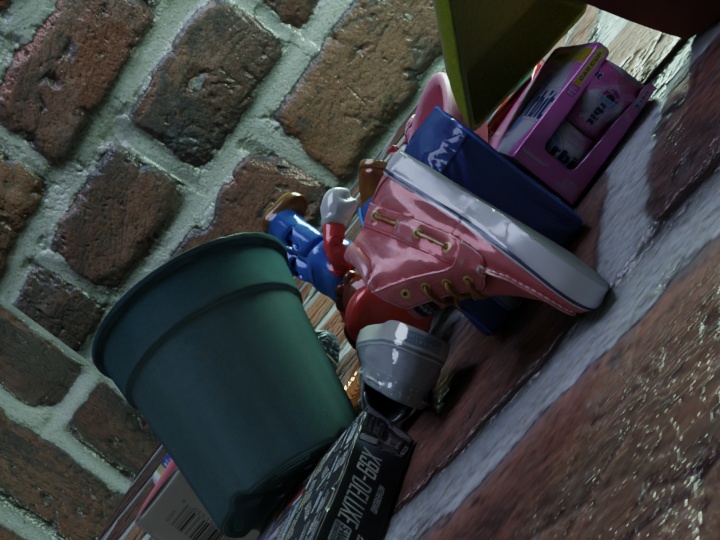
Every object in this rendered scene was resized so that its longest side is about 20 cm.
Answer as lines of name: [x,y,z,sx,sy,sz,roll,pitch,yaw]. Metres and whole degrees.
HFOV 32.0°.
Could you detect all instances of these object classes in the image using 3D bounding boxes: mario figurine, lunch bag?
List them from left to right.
mario figurine: [0.000,0.000,1.170,0.107,0.199,0.123,-54,-37,1]
lunch bag: [0.077,-0.033,0.989,0.133,0.135,0.200,-53,8,8]

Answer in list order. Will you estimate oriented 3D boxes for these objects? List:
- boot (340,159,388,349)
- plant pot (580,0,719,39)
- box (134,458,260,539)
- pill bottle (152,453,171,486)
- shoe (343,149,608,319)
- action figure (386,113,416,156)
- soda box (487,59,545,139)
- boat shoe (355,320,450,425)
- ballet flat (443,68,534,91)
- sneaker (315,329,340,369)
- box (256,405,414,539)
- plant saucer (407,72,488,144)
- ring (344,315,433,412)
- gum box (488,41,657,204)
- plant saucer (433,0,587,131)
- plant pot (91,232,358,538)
boot: [0.018,-0.012,1.370,0.156,0.073,0.201,-64,-27,-26]
plant pot: [0.248,-0.300,0.968,0.201,0.175,0.200,-54,6,-16]
box: [-0.114,0.191,1.237,0.109,0.127,0.201,-50,6,33]
pill bottle: [-0.135,0.190,1.434,0.201,0.119,0.120,-54,6,-7]
shoe: [0.071,0.000,0.837,0.199,0.071,0.092,36,100,40]
action figure: [0.103,-0.164,1.414,0.198,0.151,0.134,-12,14,38]
soda box: [0.142,-0.118,1.292,0.200,0.063,0.070,-49,8,32]
boat shoe: [0.023,0.089,1.030,0.201,0.069,0.072,126,167,-79]
ballet flat: [0.104,-0.173,1.277,0.067,0.067,0.200,-54,5,-36]
sneaker: [-0.096,0.151,1.564,0.201,0.077,0.086,-53,3,9]
box: [-0.042,0.216,0.932,0.158,0.050,0.201,-51,7,31]
plant saucer: [0.079,-0.085,1.204,0.200,0.050,0.204,-171,90,-81]
ring: [0.042,0.065,1.262,0.201,0.019,0.201,-53,7,10]
gum box: [0.176,-0.129,1.079,0.114,0.066,0.200,-54,6,6]
plant saucer: [0.123,-0.262,1.099,0.200,0.047,0.202,-47,-37,-27]
plant pot: [-0.102,0.109,1.088,0.198,0.197,0.201,-28,-23,-13]
